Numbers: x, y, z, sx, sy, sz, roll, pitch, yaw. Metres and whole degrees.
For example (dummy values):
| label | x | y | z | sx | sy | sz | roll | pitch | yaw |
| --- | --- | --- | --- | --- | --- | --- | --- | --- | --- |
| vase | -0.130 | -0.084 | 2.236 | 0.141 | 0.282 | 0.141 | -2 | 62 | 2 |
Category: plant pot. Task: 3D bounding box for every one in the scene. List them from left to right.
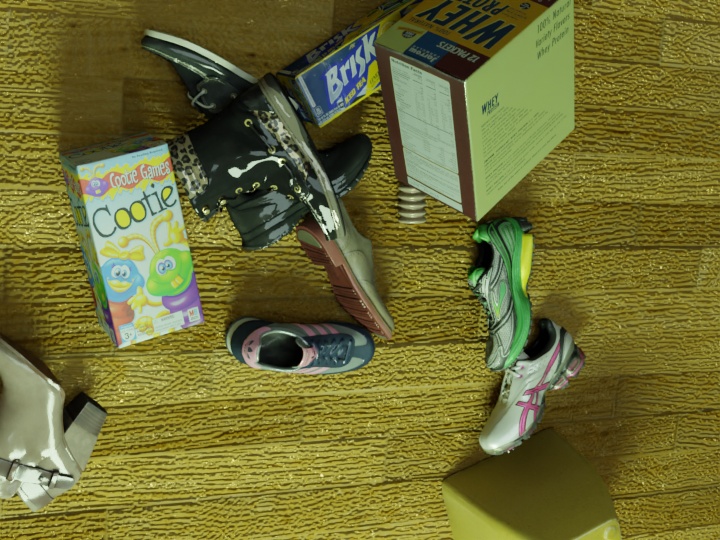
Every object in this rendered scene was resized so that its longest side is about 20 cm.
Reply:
| label | x | y | z | sx | sy | sz | roll | pitch | yaw |
| --- | --- | --- | --- | --- | --- | --- | --- | --- | --- |
| plant pot | 0.254 | 0.364 | 1.522 | 0.193 | 0.199 | 0.197 | -22 | 111 | -20 |

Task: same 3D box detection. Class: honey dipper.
| label | x | y | z | sx | sy | sz | roll | pitch | yaw |
| --- | --- | --- | --- | --- | --- | --- | --- | --- | --- |
| honey dipper | 0.063 | -0.161 | 1.399 | 0.037 | 0.038 | 0.204 | -6 | 103 | -23 |

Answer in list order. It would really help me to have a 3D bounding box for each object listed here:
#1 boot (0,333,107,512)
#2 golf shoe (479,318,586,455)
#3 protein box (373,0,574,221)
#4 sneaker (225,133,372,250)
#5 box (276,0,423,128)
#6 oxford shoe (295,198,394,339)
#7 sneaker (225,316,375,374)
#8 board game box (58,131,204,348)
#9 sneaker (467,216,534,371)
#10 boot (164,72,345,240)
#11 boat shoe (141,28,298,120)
| label | x | y | z | sx | sy | sz | roll | pitch | yaw |
| --- | --- | --- | --- | --- | --- | --- | --- | --- | --- |
| boot | -0.381 | 0.174 | 1.250 | 0.147 | 0.070 | 0.200 | -49 | 117 | -5 |
| golf shoe | 0.216 | 0.156 | 1.530 | 0.092 | 0.072 | 0.201 | 47 | 71 | -20 |
| protein box | 0.137 | -0.212 | 1.303 | 0.198 | 0.134 | 0.202 | -42 | 143 | -26 |
| sneaker | -0.072 | -0.110 | 1.328 | 0.199 | 0.076 | 0.092 | -37 | 109 | -15 |
| box | 0.004 | -0.251 | 1.332 | 0.199 | 0.064 | 0.071 | -36 | 115 | -15 |
| oxford shoe | 0.000 | 0.000 | 1.388 | 0.075 | 0.070 | 0.201 | -47 | 125 | -23 |
| sneaker | -0.061 | 0.100 | 1.375 | 0.197 | 0.082 | 0.071 | 3 | 101 | -26 |
| board game box | -0.250 | -0.036 | 1.241 | 0.103 | 0.103 | 0.203 | -17 | 109 | -21 |
| sneaker | 0.175 | 0.031 | 1.483 | 0.084 | 0.078 | 0.204 | -1 | 94 | -18 |
| boot | -0.113 | -0.098 | 1.255 | 0.149 | 0.073 | 0.202 | -27 | 115 | 0 |
| boat shoe | -0.161 | -0.203 | 1.261 | 0.198 | 0.072 | 0.068 | 29 | 89 | -31 |
